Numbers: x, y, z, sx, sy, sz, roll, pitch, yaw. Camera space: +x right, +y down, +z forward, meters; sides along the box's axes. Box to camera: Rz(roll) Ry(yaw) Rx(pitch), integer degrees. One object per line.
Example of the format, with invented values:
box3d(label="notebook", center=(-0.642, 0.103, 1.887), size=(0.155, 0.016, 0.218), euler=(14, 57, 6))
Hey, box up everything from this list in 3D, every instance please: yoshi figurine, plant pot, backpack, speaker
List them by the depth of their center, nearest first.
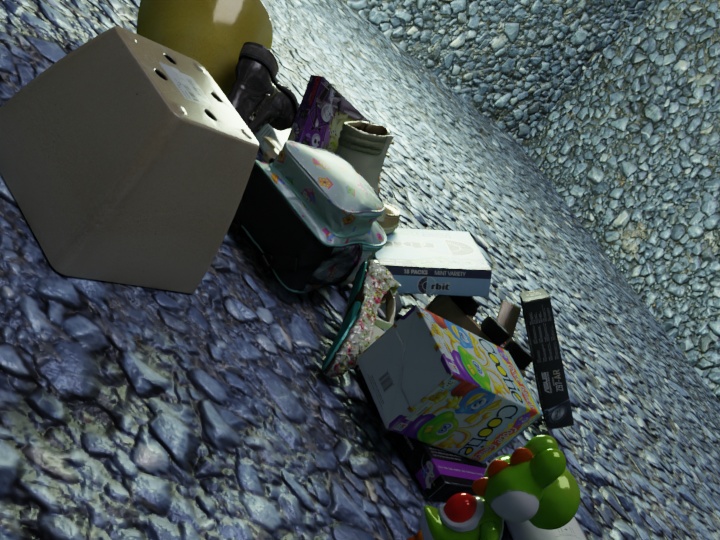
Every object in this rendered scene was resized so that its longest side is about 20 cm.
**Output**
box3d(label="yoshi figurine", center=(0.136, 0.246, 0.951), size=(0.113, 0.200, 0.111), euler=(50, 19, 22))
box3d(label="plant pot", center=(-0.222, -0.119, 0.995), size=(0.201, 0.177, 0.199), euler=(53, 19, 25))
box3d(label="speaker", center=(0.218, 0.311, 1.150), size=(0.081, 0.081, 0.201), euler=(37, 13, -20))
box3d(label="backpack", center=(-0.057, -0.069, 1.295), size=(0.176, 0.154, 0.199), euler=(46, 14, 21))
box3d(label="plant pot", center=(-0.234, -0.303, 1.389), size=(0.199, 0.199, 0.144), euler=(35, 47, -26))

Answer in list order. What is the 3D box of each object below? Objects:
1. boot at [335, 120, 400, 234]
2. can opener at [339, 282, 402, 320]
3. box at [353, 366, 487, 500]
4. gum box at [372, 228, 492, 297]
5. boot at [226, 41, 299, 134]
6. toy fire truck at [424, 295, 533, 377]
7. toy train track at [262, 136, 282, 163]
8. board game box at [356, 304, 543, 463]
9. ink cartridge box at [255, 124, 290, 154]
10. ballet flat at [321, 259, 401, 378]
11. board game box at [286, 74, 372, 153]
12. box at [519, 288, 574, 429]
box3d(label="boot", center=(0.016, -0.139, 1.484), size=(0.072, 0.157, 0.198), euler=(29, 15, 34))
box3d(label="can opener", center=(0.000, 0.000, 1.395), size=(0.053, 0.067, 0.201), euler=(21, 29, -49))
box3d(label="box", center=(0.081, 0.192, 1.213), size=(0.142, 0.036, 0.201), euler=(23, 29, -51))
box3d(label="gum box", center=(0.097, -0.016, 1.496), size=(0.166, 0.045, 0.200), euler=(3, 17, -6))
box3d(label="boot", center=(-0.159, -0.193, 1.352), size=(0.068, 0.177, 0.200), euler=(15, -19, 19))
box3d(label="toy fire truck", center=(0.187, 0.090, 1.554), size=(0.176, 0.129, 0.200), euler=(44, 7, -1))
box3d(label="toy train track", center=(-0.080, -0.172, 1.518), size=(0.115, 0.033, 0.199), euler=(50, 22, 18))
box3d(label="board game box", center=(0.107, 0.137, 1.158), size=(0.199, 0.103, 0.106), euler=(27, 28, -46))
box3d(label="ink cartridge box", center=(-0.073, -0.153, 1.607), size=(0.199, 0.041, 0.201), euler=(28, 25, -43))
box3d(label="ballet flat", center=(0.009, 0.061, 1.205), size=(0.063, 0.076, 0.201), euler=(29, 42, -7))
box3d(label="board game box", center=(-0.035, -0.192, 1.489), size=(0.032, 0.122, 0.199), euler=(18, -8, 33))
box3d(label="box", center=(0.295, 0.137, 1.578), size=(0.160, 0.043, 0.204), euler=(-30, 109, -82))
